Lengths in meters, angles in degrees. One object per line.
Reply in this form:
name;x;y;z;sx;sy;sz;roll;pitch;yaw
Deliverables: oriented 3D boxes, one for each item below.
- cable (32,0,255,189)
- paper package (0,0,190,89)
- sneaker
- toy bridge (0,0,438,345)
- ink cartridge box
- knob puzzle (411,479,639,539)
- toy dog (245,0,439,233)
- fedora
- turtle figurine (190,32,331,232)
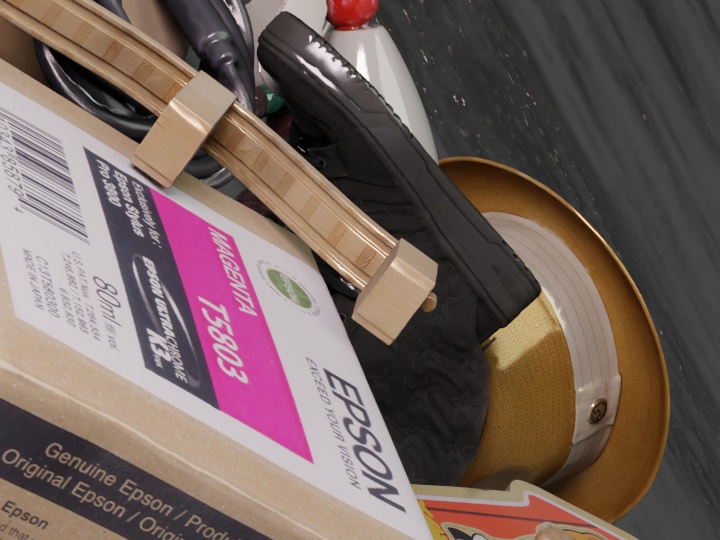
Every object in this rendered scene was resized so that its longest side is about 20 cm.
cable;-0.088;-0.126;0.836;0.163;0.050;0.201;-29;100;-76
paper package;-0.153;-0.141;0.888;0.191;0.103;0.200;56;24;-24
sneaker;-0.001;-0.001;0.898;0.200;0.104;0.060;47;1;-26
toy bridge;-0.056;-0.047;0.718;0.199;0.027;0.067;37;12;-5
ink cartridge box;-0.074;0.031;0.653;0.164;0.075;0.200;30;19;-31
knob puzzle;0.118;0.148;0.879;0.219;0.031;0.220;30;22;-13
toy dog;-0.024;-0.072;0.962;0.132;0.096;0.201;128;-61;-82
fedora;0.052;0.050;1.046;0.082;0.200;0.202;-28;95;-40
turtle figurine;-0.041;-0.053;1.073;0.150;0.100;0.201;42;40;-38
